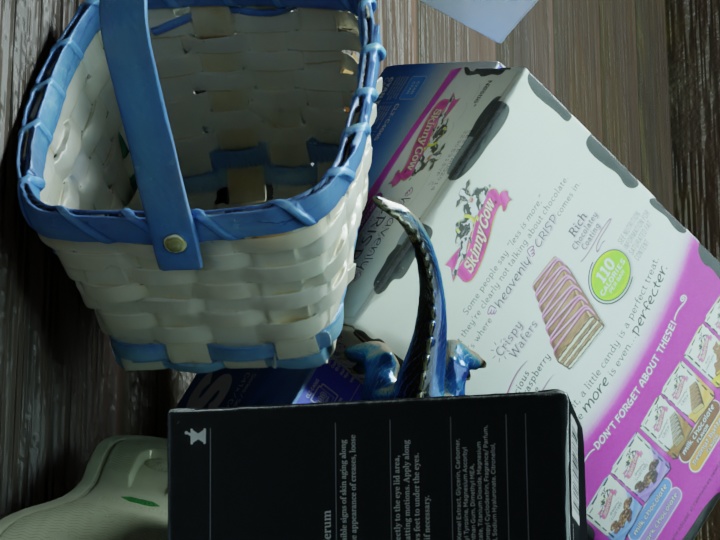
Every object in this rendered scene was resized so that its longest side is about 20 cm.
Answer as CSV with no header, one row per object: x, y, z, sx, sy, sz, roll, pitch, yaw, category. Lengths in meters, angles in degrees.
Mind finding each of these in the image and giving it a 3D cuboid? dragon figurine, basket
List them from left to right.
-0.063,-0.068,1.017,0.177,0.139,0.200,-79,168,-52,basket
0.017,0.077,1.023,0.100,0.059,0.201,-88,-173,-56,dragon figurine

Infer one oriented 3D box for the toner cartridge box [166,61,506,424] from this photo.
0.000,0.000,1.170,0.043,0.095,0.200,40,72,-28,toner cartridge box

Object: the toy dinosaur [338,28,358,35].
-0.049,-0.175,1.267,0.058,0.101,0.200,-41,121,-21,toy dinosaur

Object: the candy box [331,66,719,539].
0.083,0.027,1.131,0.200,0.061,0.137,43,72,-26,candy box

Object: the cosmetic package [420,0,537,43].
-0.008,-0.205,1.202,0.200,0.052,0.151,26,38,-24,cosmetic package

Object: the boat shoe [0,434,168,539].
-0.095,0.117,0.970,0.200,0.072,0.068,-41,145,-73,boat shoe

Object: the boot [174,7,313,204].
-0.054,-0.078,1.215,0.200,0.072,0.182,72,5,-64,boot

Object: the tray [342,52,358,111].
0.020,-0.011,1.456,0.200,0.037,0.099,62,20,-17,tray

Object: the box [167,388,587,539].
0.009,0.148,0.906,0.079,0.141,0.201,57,32,-75,box
